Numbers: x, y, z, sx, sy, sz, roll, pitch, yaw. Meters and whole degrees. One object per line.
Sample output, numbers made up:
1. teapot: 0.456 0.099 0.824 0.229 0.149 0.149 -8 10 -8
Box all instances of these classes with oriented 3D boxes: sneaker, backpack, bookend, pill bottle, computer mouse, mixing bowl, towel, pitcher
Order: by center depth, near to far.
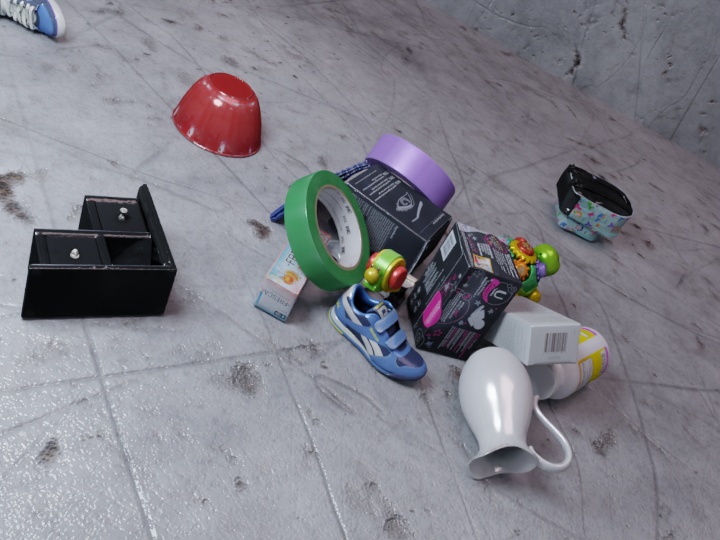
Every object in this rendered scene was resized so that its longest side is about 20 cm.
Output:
1. bookend: -0.394 -0.036 1.021 0.196 0.093 0.201 1 43 -34
2. pitcher: 0.245 0.230 1.121 0.168 0.123 0.202 8 44 -6
3. sneaker: 0.036 0.104 1.168 0.199 0.083 0.074 39 33 12
4. computer mouse: 0.000 0.000 1.305 0.199 0.044 0.110 36 36 9
5. pill bottle: 0.380 0.177 1.307 0.198 0.105 0.105 -13 52 -45
6. towel: -0.077 -0.155 1.368 0.024 0.144 0.199 59 38 -2
7. sneaker: -0.723 -0.539 1.434 0.200 0.081 0.146 44 45 14
8. mixing bowl: -0.288 -0.343 1.470 0.197 0.109 0.202 19 37 -14
9. backpack: 0.628 -0.174 1.884 0.196 0.152 0.179 18 38 -4

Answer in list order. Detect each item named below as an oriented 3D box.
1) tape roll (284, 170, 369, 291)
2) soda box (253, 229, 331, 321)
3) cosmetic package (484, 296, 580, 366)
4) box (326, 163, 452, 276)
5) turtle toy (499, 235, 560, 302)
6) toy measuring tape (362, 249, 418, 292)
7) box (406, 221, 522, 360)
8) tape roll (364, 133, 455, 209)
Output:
1. tape roll: -0.054 -0.068 1.199 0.200 0.047 0.204 36 46 -50
2. soda box: -0.115 -0.004 1.204 0.063 0.069 0.201 28 34 -2
3. cosmetic package: 0.292 0.103 1.243 0.099 0.073 0.200 0 12 -17
4. box: 0.060 -0.100 1.382 0.199 0.105 0.148 38 35 10
5. turtle toy: 0.324 -0.011 1.411 0.197 0.102 0.147 0 45 -39
6. toy measuring tape: 0.064 -0.001 1.234 0.074 0.074 0.199 44 21 21
7. box: 0.181 0.039 1.249 0.113 0.202 0.133 17 36 -19
8. tape roll: 0.105 -0.199 1.485 0.199 0.066 0.200 37 -7 5
